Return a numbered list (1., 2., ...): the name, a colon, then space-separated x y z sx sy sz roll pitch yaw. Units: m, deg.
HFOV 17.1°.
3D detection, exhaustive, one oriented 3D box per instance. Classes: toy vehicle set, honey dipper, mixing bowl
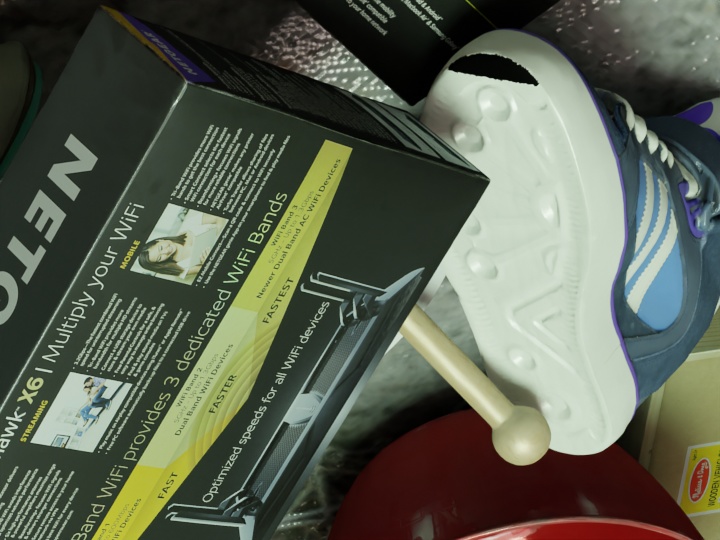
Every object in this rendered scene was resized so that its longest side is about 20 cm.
1. toy vehicle set: 0.184 0.087 1.133 0.124 0.027 0.200 -7 138 -10
2. honey dipper: 0.000 0.000 0.891 0.038 0.038 0.200 -39 100 24
3. mixing bowl: 0.061 0.132 1.079 0.200 0.108 0.200 -8 138 -7

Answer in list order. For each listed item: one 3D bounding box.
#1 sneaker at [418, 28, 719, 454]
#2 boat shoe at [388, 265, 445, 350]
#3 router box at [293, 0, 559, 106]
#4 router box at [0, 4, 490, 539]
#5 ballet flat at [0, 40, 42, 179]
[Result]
1. sneaker: 0.095 -0.042 0.913 0.081 0.146 0.200 14 138 31
2. boat shoe: -0.046 0.013 0.951 0.200 0.072 0.068 -35 138 30
3. router box: 0.015 -0.158 0.789 0.149 0.051 0.200 -34 136 17
4. router box: -0.066 0.026 0.796 0.157 0.052 0.200 15 111 -51
5. ballet flat: -0.190 -0.014 0.873 0.064 0.067 0.200 22 126 -29
